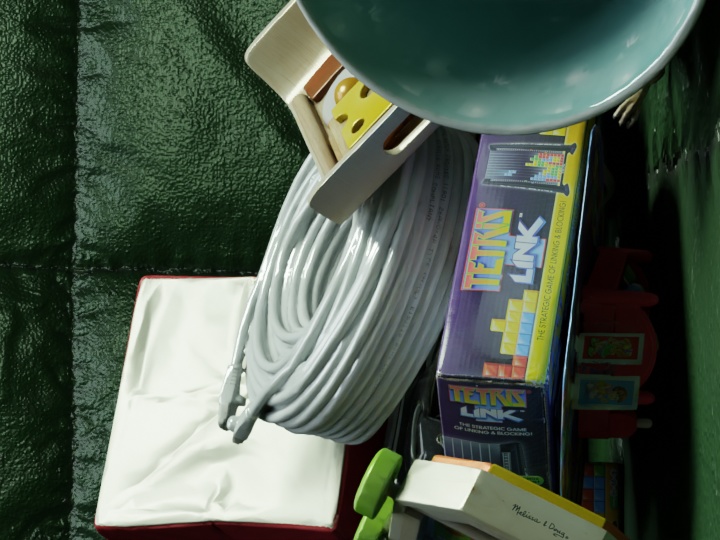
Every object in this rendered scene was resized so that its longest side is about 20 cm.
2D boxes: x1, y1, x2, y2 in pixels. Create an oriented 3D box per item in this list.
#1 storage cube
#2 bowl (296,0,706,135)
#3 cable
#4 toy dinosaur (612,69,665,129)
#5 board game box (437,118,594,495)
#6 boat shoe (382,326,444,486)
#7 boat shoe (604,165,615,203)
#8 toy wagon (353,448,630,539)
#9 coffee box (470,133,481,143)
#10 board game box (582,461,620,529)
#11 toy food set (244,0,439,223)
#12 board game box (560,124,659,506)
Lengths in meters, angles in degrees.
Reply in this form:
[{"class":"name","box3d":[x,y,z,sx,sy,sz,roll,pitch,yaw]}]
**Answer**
[{"class":"storage cube","box3d":[-0.044,0.111,1.567,0.180,0.170,0.201,45,-132,-56]},{"class":"bowl","box3d":[0.069,-0.171,1.085,0.105,0.200,0.201,-51,-35,-61]},{"class":"cable","box3d":[0.000,0.000,1.391,0.200,0.069,0.201,-34,37,58]},{"class":"toy dinosaur","box3d":[0.130,-0.139,1.194,0.101,0.058,0.200,116,159,-47]},{"class":"board game box","box3d":[0.084,0.030,1.275,0.166,0.057,0.200,81,-163,-48]},{"class":"boat shoe","box3d":[0.052,0.102,1.465,0.071,0.072,0.201,141,132,-58]},{"class":"boat shoe","box3d":[0.077,-0.026,1.428,0.200,0.072,0.068,-23,30,57]},{"class":"toy wagon","box3d":[0.072,0.147,1.175,0.040,0.155,0.200,-61,-9,-19]},{"class":"coffee box","box3d":[0.084,-0.106,1.512,0.080,0.113,0.200,-91,1,-51]},{"class":"board game box","box3d":[0.112,0.193,1.427,0.200,0.056,0.166,102,170,-85]},{"class":"toy food set","box3d":[0.005,-0.124,1.348,0.144,0.060,0.200,-46,27,12]},{"class":"board game box","box3d":[0.125,0.033,1.180,0.158,0.039,0.201,78,-161,-58]}]
